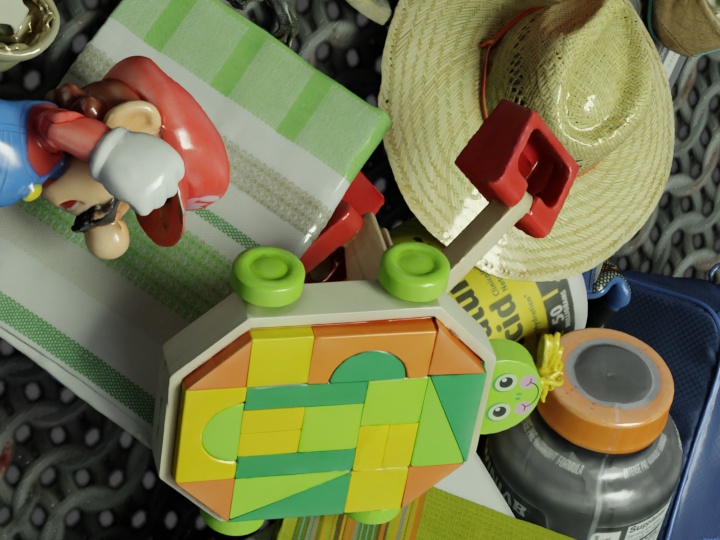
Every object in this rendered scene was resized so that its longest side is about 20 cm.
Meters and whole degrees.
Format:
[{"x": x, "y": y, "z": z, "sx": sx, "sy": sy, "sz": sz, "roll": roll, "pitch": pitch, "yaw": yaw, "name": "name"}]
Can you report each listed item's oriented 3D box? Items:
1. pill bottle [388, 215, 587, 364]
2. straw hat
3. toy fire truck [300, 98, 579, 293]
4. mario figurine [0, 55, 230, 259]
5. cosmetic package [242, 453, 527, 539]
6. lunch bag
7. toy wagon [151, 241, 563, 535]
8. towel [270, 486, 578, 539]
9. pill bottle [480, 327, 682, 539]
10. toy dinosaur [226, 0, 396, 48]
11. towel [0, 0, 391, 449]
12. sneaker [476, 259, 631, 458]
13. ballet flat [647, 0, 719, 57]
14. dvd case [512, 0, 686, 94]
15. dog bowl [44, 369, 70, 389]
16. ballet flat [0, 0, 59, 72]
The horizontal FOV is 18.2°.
[{"x": 0.018, "y": 0.040, "z": 1.212, "sx": 0.200, "sy": 0.111, "sz": 0.112, "roll": -30, "pitch": 124, "yaw": -30, "name": "pill bottle"}, {"x": 0.111, "y": -0.097, "z": 1.184, "sx": 0.200, "sy": 0.085, "sz": 0.202, "roll": 7, "pitch": 73, "yaw": -26, "name": "straw hat"}, {"x": 0.000, "y": 0.000, "z": 1.091, "sx": 0.200, "sy": 0.141, "sz": 0.049, "roll": -55, "pitch": 133, "yaw": -12, "name": "toy fire truck"}, {"x": -0.151, "y": -0.038, "z": 1.001, "sx": 0.199, "sy": 0.124, "sz": 0.106, "roll": 1, "pitch": 122, "yaw": -27, "name": "mario figurine"}, {"x": -0.010, "y": 0.215, "z": 1.174, "sx": 0.200, "sy": 0.165, "sz": 0.165, "roll": -24, "pitch": 78, "yaw": -32, "name": "cosmetic package"}, {"x": 0.194, "y": 0.090, "z": 1.371, "sx": 0.132, "sy": 0.136, "sz": 0.201, "roll": 12, "pitch": 98, "yaw": -45, "name": "lunch bag"}, {"x": 0.005, "y": 0.057, "z": 1.044, "sx": 0.199, "sy": 0.040, "sz": 0.156, "roll": -2, "pitch": 130, "yaw": -15, "name": "toy wagon"}, {"x": 0.050, "y": 0.152, "z": 1.124, "sx": 0.199, "sy": 0.018, "sz": 0.086, "roll": 21, "pitch": 59, "yaw": -15, "name": "towel"}, {"x": 0.113, "y": 0.124, "z": 1.224, "sx": 0.106, "sy": 0.106, "sz": 0.200, "roll": -24, "pitch": 143, "yaw": -33, "name": "pill bottle"}, {"x": -0.037, "y": -0.157, "z": 1.138, "sx": 0.088, "sy": 0.047, "sz": 0.200, "roll": -59, "pitch": 137, "yaw": -18, "name": "toy dinosaur"}, {"x": -0.098, "y": -0.033, "z": 1.082, "sx": 0.200, "sy": 0.149, "sz": 0.031, "roll": -54, "pitch": 177, "yaw": -14, "name": "towel"}, {"x": 0.095, "y": 0.071, "z": 1.316, "sx": 0.075, "sy": 0.078, "sz": 0.201, "roll": 18, "pitch": 93, "yaw": -43, "name": "sneaker"}, {"x": 0.206, "y": -0.222, "z": 1.297, "sx": 0.068, "sy": 0.072, "sz": 0.201, "roll": -8, "pitch": 105, "yaw": -43, "name": "ballet flat"}, {"x": 0.118, "y": -0.133, "z": 1.304, "sx": 0.200, "sy": 0.016, "sz": 0.149, "roll": 29, "pitch": 85, "yaw": -44, "name": "dvd case"}, {"x": -0.080, "y": -0.012, "z": 1.147, "sx": 0.200, "sy": 0.050, "sz": 0.112, "roll": -44, "pitch": 130, "yaw": -21, "name": "dog bowl"}, {"x": -0.203, "y": -0.154, "z": 0.973, "sx": 0.070, "sy": 0.069, "sz": 0.200, "roll": -56, "pitch": 133, "yaw": -10, "name": "ballet flat"}]
